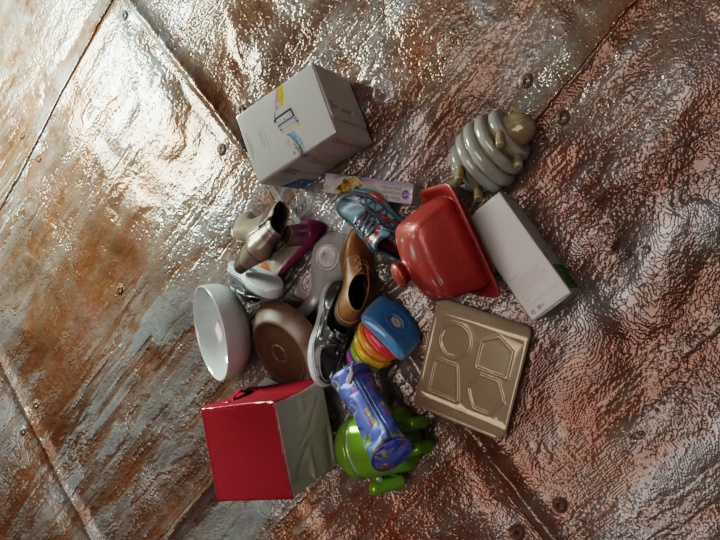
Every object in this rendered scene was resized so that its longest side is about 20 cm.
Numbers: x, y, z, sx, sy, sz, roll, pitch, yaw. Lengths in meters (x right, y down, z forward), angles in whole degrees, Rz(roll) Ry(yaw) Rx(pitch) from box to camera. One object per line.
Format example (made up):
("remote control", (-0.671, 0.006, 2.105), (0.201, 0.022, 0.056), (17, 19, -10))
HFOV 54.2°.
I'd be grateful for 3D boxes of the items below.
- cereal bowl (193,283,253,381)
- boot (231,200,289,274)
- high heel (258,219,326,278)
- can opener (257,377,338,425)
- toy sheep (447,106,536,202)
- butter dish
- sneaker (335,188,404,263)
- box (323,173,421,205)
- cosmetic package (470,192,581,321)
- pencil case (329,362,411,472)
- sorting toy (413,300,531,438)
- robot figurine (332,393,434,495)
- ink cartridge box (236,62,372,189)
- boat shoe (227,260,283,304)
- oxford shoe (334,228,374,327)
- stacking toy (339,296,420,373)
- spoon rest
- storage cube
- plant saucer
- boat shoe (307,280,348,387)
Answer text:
("cereal bowl", (-0.282, 0.123, 1.481), (0.199, 0.082, 0.205), (31, 127, 52))
("boot", (-0.196, -0.087, 1.407), (0.146, 0.069, 0.203), (-42, 34, 31))
("high heel", (-0.143, -0.031, 1.451), (0.068, 0.094, 0.202), (55, 134, 28))
("can opener", (-0.134, 0.279, 1.445), (0.196, 0.067, 0.053), (18, 56, 27))
("toy sheep", (0.214, -0.193, 1.190), (0.198, 0.137, 0.140), (-34, 75, 31))
("butter dish", (0.118, -0.023, 1.175), (0.145, 0.199, 0.204), (-28, 97, -8))
("sneaker", (0.034, -0.079, 1.284), (0.198, 0.096, 0.080), (33, 114, 5))
("box", (0.020, -0.156, 1.349), (0.196, 0.041, 0.040), (11, 97, 28))
("cosmetic package", (0.270, -0.022, 1.174), (0.084, 0.107, 0.202), (-38, 75, 22))
("pencil case", (0.016, 0.247, 1.227), (0.077, 0.088, 0.201), (-24, 48, -9))
("sorting toy", (0.200, 0.173, 1.263), (0.182, 0.036, 0.205), (17, 95, 28))
("robot figurine", (0.035, 0.321, 1.308), (0.196, 0.115, 0.180), (-20, 76, 28))
("ink cartridge box", (-0.107, -0.272, 1.357), (0.197, 0.146, 0.148), (-26, 79, 27))
("boat shoe", (-0.216, 0.037, 1.422), (0.198, 0.070, 0.070), (23, 115, 51))
("oxford shoe", (0.000, 0.000, 1.312), (0.071, 0.070, 0.205), (132, 148, -58))
("stacking toy", (0.014, 0.158, 1.336), (0.116, 0.110, 0.201), (43, 123, 5))
("spoon rest", (-0.082, 0.016, 1.410), (0.099, 0.060, 0.202), (36, 95, 22))
("storage cube", (-0.169, 0.320, 1.333), (0.176, 0.170, 0.206), (-12, 90, 29))
("plant saucer", (-0.153, 0.160, 1.410), (0.197, 0.036, 0.205), (22, 127, 32))
("boat shoe", (-0.048, 0.117, 1.331), (0.066, 0.069, 0.205), (-13, 62, 57))
